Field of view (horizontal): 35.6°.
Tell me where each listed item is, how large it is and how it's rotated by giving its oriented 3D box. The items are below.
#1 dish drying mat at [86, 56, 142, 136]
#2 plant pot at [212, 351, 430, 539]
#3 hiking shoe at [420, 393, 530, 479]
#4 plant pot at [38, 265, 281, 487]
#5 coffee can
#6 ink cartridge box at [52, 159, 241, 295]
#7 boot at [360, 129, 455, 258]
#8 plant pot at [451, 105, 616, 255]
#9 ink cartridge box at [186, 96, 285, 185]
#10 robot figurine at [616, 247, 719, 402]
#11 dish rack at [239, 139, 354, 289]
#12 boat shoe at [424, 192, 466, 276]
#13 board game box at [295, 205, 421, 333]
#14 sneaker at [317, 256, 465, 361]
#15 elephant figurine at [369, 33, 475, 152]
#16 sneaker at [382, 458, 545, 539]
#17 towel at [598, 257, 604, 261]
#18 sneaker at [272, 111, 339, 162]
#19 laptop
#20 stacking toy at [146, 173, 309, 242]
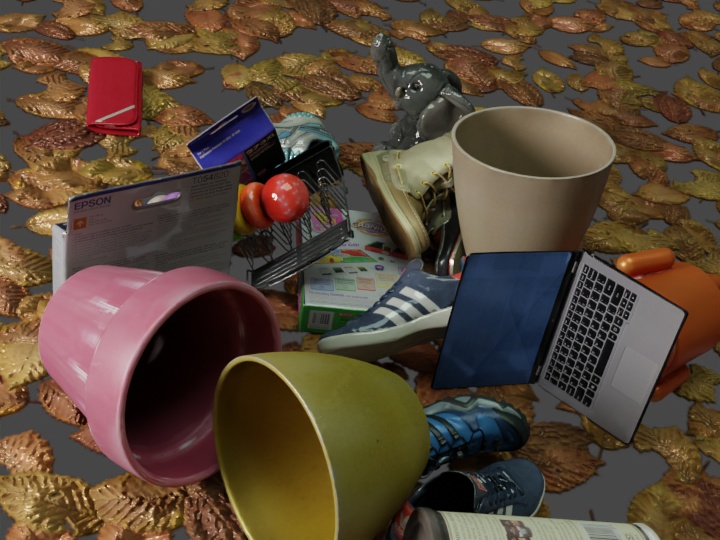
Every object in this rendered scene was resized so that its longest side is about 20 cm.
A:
[{"bbox_3d":[-0.348,-0.252,1.595,0.076,0.018,0.201,2,38,-12],"label":"dish drying mat"},{"bbox_3d":[-0.021,0.157,1.000,0.141,0.201,0.200,-14,44,-34],"label":"plant pot"},{"bbox_3d":[0.071,0.176,1.119,0.198,0.075,0.087,0,44,1],"label":"hiking shoe"},{"bbox_3d":[-0.204,0.080,1.071,0.178,0.202,0.199,21,34,37],"label":"plant pot"},{"bbox_3d":[0.139,0.278,0.929,0.198,0.147,0.147,6,37,-9],"label":"coffee can"},{"bbox_3d":[-0.225,-0.023,1.177,0.198,0.201,0.041,-15,45,-33],"label":"ink cartridge box"},{"bbox_3d":[0.094,-0.102,1.381,0.154,0.073,0.200,-17,35,-5],"label":"boot"},{"bbox_3d":[0.190,-0.062,1.316,0.185,0.202,0.188,2,31,-1],"label":"plant pot"},{"bbox_3d":[-0.139,-0.136,1.294,0.094,0.200,0.037,-35,81,-4],"label":"ink cartridge box"},{"bbox_3d":[0.334,0.058,1.275,0.199,0.145,0.117,-21,49,-36],"label":"robot figurine"},{"bbox_3d":[-0.082,-0.061,1.321,0.153,0.055,0.201,-30,29,12],"label":"dish rack"},{"bbox_3d":[0.111,-0.053,1.423,0.062,0.072,0.201,8,37,8],"label":"boat shoe"},{"bbox_3d":[0.000,0.000,1.344,0.151,0.041,0.201,6,37,-8],"label":"board game box"},{"bbox_3d":[0.042,0.039,1.223,0.198,0.075,0.085,-15,73,-11],"label":"sneaker"},{"bbox_3d":[0.094,-0.219,1.526,0.141,0.201,0.155,35,42,29],"label":"elephant figurine"},{"bbox_3d":[0.109,0.215,1.056,0.199,0.085,0.075,-23,49,-38],"label":"sneaker"},{"bbox_3d":[0.284,0.060,1.365,0.199,0.023,0.144,-25,52,-37],"label":"towel"},{"bbox_3d":[-0.109,-0.158,1.493,0.199,0.078,0.086,-24,52,-38],"label":"sneaker"},{"bbox_3d":[0.201,0.085,1.168,0.199,0.188,0.116,34,42,27],"label":"laptop"},{"bbox_3d":[-0.148,-0.065,1.270,0.199,0.086,0.086,-14,26,28],"label":"stacking toy"}]
